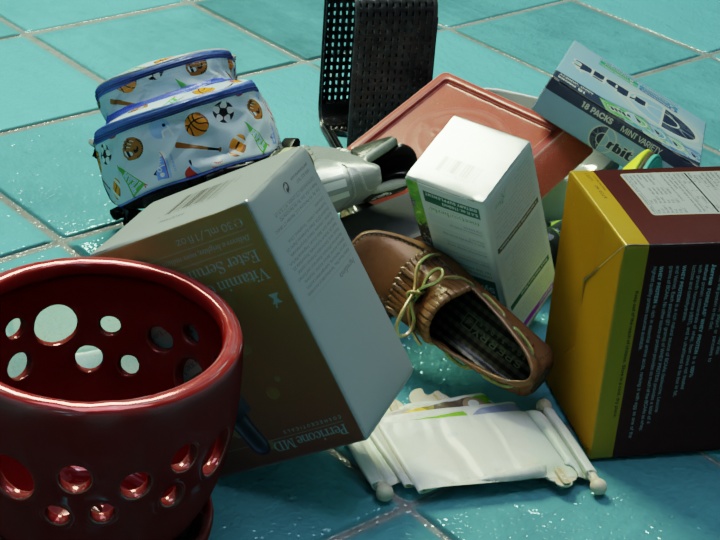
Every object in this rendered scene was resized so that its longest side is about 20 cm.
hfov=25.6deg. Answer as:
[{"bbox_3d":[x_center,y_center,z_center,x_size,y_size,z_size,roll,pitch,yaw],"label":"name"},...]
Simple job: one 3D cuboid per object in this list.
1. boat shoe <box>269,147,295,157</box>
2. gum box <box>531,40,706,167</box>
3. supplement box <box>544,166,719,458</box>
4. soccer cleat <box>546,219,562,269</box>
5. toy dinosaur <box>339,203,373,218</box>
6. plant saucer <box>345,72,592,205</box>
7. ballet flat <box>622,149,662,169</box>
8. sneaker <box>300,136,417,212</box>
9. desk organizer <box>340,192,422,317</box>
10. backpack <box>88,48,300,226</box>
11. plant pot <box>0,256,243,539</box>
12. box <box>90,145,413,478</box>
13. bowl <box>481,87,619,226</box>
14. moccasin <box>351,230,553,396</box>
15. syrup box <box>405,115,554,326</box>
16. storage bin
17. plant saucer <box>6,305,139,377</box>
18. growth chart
[{"bbox_3d":[-0.095,-0.010,1.322,0.065,0.201,0.073,14,-7,34],"label":"boat shoe"},{"bbox_3d":[0.269,-0.158,1.623,0.169,0.045,0.200,33,22,2],"label":"gum box"},{"bbox_3d":[0.272,0.031,1.298,0.199,0.198,0.133,-3,29,-12],"label":"supplement box"},{"bbox_3d":[0.235,-0.014,1.516,0.199,0.068,0.081,-13,37,-34],"label":"soccer cleat"},{"bbox_3d":[-0.016,-0.057,1.576,0.088,0.048,0.200,18,34,9],"label":"toy dinosaur"},{"bbox_3d":[0.097,-0.120,1.574,0.199,0.037,0.200,29,52,30],"label":"plant saucer"},{"bbox_3d":[0.223,-0.026,1.455,0.067,0.067,0.201,7,66,27],"label":"ballet flat"},{"bbox_3d":[-0.002,-0.087,1.470,0.115,0.075,0.200,-16,11,3],"label":"sneaker"},{"bbox_3d":[0.000,0.000,1.437,0.199,0.077,0.072,-22,38,-39],"label":"desk organizer"},{"bbox_3d":[-0.161,-0.124,1.466,0.199,0.155,0.191,-24,11,-3],"label":"backpack"},{"bbox_3d":[-0.182,0.113,1.090,0.199,0.183,0.201,3,30,-2],"label":"plant pot"},{"bbox_3d":[-0.078,0.034,1.188,0.152,0.201,0.106,-18,17,30],"label":"box"},{"bbox_3d":[0.175,-0.116,1.680,0.199,0.075,0.200,15,31,20],"label":"bowl"},{"bbox_3d":[0.069,0.034,1.322,0.201,0.074,0.078,43,8,16],"label":"moccasin"},{"bbox_3d":[0.108,-0.031,1.376,0.078,0.200,0.082,22,59,29],"label":"syrup box"},{"bbox_3d":[0.017,-0.228,1.725,0.093,0.201,0.135,-3,29,-15],"label":"storage bin"},{"bbox_3d":[-0.245,0.057,1.335,0.200,0.039,0.201,4,28,-2],"label":"plant saucer"},{"bbox_3d":[0.082,0.136,1.265,0.199,0.018,0.145,-2,29,-12],"label":"growth chart"}]
